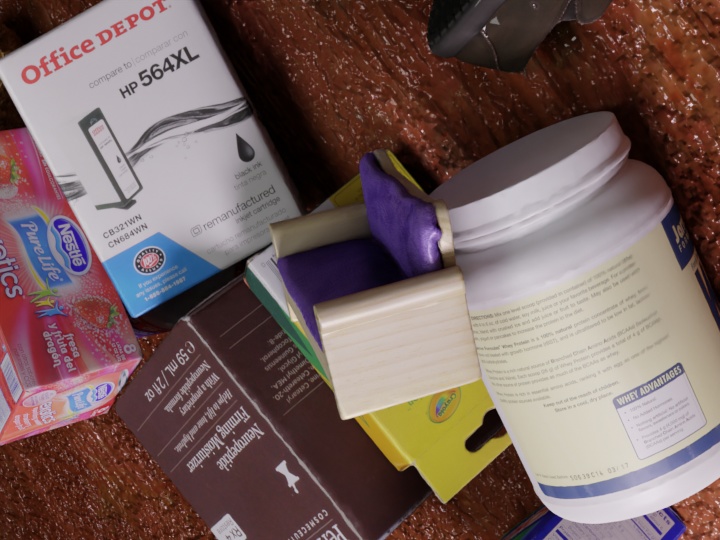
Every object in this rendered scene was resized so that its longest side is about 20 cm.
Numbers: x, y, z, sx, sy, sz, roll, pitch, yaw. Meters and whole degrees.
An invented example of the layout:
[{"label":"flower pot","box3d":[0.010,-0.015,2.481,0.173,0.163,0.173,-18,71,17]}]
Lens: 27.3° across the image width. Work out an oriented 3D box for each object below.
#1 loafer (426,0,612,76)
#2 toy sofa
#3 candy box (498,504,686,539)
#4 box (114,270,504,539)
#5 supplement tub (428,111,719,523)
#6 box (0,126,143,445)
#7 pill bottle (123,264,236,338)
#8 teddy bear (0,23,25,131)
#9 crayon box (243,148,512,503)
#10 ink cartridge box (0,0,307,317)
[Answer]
[{"label":"loafer","box3d":[0.115,-0.177,0.801,0.071,0.074,0.200,24,143,-22]},{"label":"toy sofa","box3d":[0.000,0.000,0.848,0.200,0.082,0.099,-126,22,-72]},{"label":"candy box","box3d":[0.102,0.231,0.994,0.077,0.199,0.169,48,140,8]},{"label":"box","box3d":[-0.038,0.102,1.071,0.201,0.164,0.166,50,142,5]},{"label":"supplement tub","box3d":[0.131,0.026,0.859,0.144,0.145,0.202,-13,108,49]},{"label":"box","box3d":[-0.247,0.009,1.081,0.202,0.094,0.103,64,145,18]},{"label":"pill bottle","box3d":[-0.199,0.002,1.207,0.199,0.111,0.112,-13,108,49]},{"label":"teddy bear","box3d":[-0.293,-0.102,1.220,0.066,0.203,0.145,0,159,10]},{"label":"crayon box","box3d":[0.032,0.039,0.980,0.201,0.126,0.051,51,166,5]},{"label":"ink cartridge box","box3d":[-0.145,-0.093,1.045,0.202,0.145,0.084,61,-178,-10]}]
